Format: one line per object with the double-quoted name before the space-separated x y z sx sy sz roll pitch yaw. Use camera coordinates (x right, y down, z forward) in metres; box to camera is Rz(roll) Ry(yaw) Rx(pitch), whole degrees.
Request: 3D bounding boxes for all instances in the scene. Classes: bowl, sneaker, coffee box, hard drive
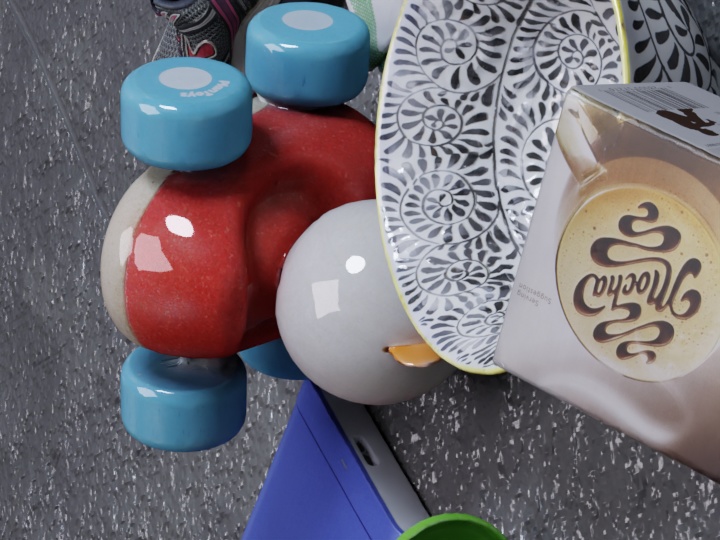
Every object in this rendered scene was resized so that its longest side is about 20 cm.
"bowl" 0.094 -0.054 1.230 0.201 0.094 0.201 -15 73 61
"sneaker" -0.083 -0.146 1.573 0.200 0.075 0.081 126 138 -61
"coffee box" 0.157 0.019 1.053 0.200 0.080 0.113 29 112 36
"hard drive" -0.027 0.170 1.498 0.132 0.025 0.200 58 135 47

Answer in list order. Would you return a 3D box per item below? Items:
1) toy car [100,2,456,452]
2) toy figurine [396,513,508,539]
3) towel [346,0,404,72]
"toy car" 0.000 0.000 1.381 0.200 0.177 0.184 21 123 31
"toy figurine" -0.029 0.195 1.382 0.184 0.150 0.200 9 72 60
"towel" 0.035 -0.207 1.423 0.200 0.031 0.149 -58 40 41
